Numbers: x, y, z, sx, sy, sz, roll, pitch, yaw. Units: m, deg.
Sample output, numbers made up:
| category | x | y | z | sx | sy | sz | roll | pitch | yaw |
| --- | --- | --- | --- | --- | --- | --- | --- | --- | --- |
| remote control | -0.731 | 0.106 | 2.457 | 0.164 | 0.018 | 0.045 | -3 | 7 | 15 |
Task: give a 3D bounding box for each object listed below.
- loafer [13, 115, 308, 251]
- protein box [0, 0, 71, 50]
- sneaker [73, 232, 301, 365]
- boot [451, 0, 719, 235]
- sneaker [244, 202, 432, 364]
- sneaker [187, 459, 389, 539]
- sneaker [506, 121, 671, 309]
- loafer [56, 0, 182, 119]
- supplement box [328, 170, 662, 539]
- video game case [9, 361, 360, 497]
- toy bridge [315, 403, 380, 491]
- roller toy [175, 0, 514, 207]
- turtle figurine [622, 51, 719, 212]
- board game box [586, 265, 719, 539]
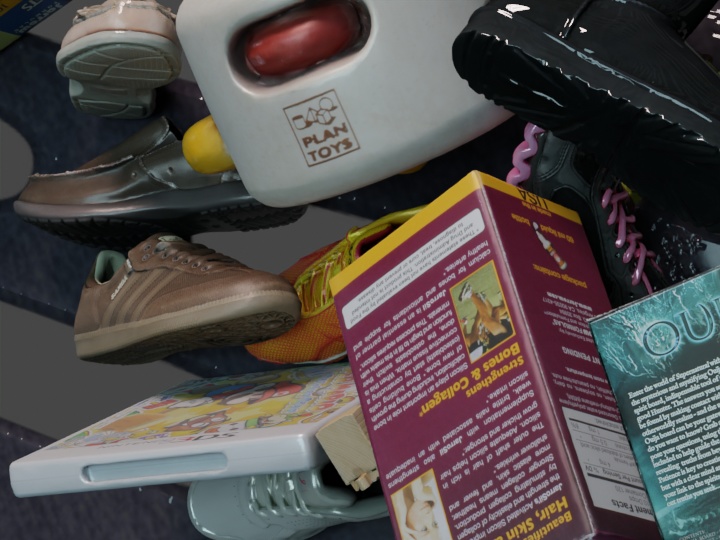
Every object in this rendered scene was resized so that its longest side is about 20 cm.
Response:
| category | x | y | z | sx | sy | sz | roll | pitch | yaw |
| --- | --- | --- | --- | --- | --- | --- | --- | --- | --- |
| loafer | -0.124 | -0.058 | 1.117 | 0.199 | 0.073 | 0.071 | -5 | 74 | 19 |
| protein box | -0.290 | -0.260 | 1.129 | 0.135 | 0.198 | 0.201 | -31 | 75 | 20 |
| sneaker | -0.112 | 0.010 | 1.072 | 0.200 | 0.070 | 0.076 | -13 | 74 | 46 |
| boot | 0.158 | -0.124 | 0.885 | 0.198 | 0.073 | 0.163 | 32 | 65 | 12 |
| sneaker | 0.000 | 0.000 | 1.035 | 0.200 | 0.077 | 0.073 | -26 | 62 | 32 |
| sneaker | -0.025 | 0.116 | 1.034 | 0.199 | 0.099 | 0.078 | -18 | 82 | 23 |
| sneaker | 0.128 | -0.011 | 0.956 | 0.095 | 0.079 | 0.201 | 15 | 124 | 23 |
| loafer | -0.145 | -0.139 | 1.068 | 0.072 | 0.200 | 0.063 | 6 | 82 | -11 |
| supplement box | 0.070 | 0.069 | 0.863 | 0.110 | 0.085 | 0.201 | -37 | 53 | 32 |
| video game case | -0.069 | 0.084 | 1.004 | 0.181 | 0.200 | 0.023 | -8 | 96 | 24 |
| toy bridge | 0.039 | 0.078 | 0.958 | 0.027 | 0.200 | 0.067 | -32 | 92 | 29 |
| roller toy | 0.001 | -0.118 | 0.984 | 0.200 | 0.182 | 0.140 | -27 | 101 | -19 |
| turtle figurine | 0.177 | -0.080 | 0.975 | 0.161 | 0.064 | 0.201 | 24 | 107 | 40 |
| board game box | 0.209 | 0.047 | 0.759 | 0.200 | 0.028 | 0.136 | -24 | 74 | 25 |
